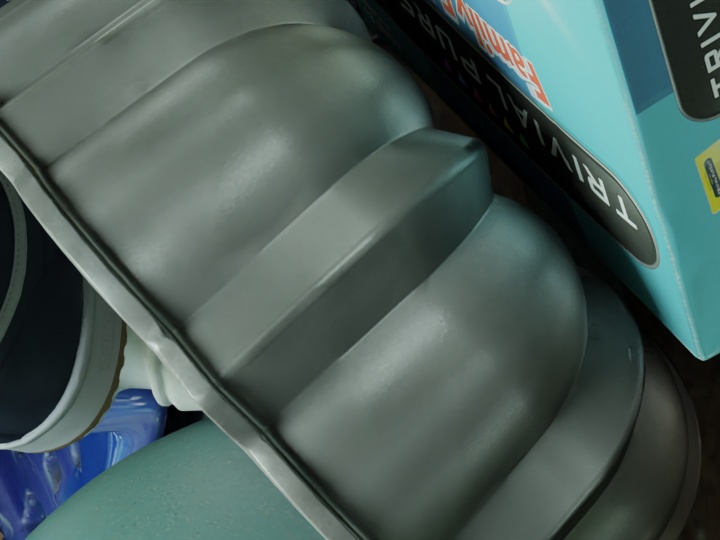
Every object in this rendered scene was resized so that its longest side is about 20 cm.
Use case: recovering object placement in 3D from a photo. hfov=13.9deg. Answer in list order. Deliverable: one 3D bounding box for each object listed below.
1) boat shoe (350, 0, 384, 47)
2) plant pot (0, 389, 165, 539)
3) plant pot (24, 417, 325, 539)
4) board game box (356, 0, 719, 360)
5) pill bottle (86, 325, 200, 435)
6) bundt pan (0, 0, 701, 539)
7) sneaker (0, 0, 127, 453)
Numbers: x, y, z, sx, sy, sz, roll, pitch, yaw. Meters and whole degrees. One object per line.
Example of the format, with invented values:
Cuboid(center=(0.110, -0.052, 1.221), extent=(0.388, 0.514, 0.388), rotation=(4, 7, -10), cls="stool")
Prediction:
Cuboid(center=(-0.017, -0.113, 0.739), extent=(0.093, 0.075, 0.200), rotation=(60, 159, 21), cls="boat shoe")
Cuboid(center=(-0.193, 0.037, 1.018), extent=(0.200, 0.199, 0.180), rotation=(110, 148, -51), cls="plant pot")
Cuboid(center=(-0.048, 0.142, 0.837), extent=(0.200, 0.134, 0.201), rotation=(41, 137, 52), cls="plant pot")
Cuboid(center=(0.025, -0.099, 0.582), extent=(0.151, 0.047, 0.200), rotation=(49, 165, 47), cls="board game box")
Cuboid(center=(-0.124, -0.007, 0.836), extent=(0.111, 0.199, 0.112), rotation=(4, -90, -86), cls="pill bottle")
Cuboid(center=(0.000, 0.000, 0.647), extent=(0.202, 0.076, 0.202), rotation=(48, -178, -2), cls="bundt pan")
Cuboid(center=(-0.113, -0.057, 0.726), extent=(0.070, 0.108, 0.201), rotation=(-12, 79, 28), cls="sneaker")
